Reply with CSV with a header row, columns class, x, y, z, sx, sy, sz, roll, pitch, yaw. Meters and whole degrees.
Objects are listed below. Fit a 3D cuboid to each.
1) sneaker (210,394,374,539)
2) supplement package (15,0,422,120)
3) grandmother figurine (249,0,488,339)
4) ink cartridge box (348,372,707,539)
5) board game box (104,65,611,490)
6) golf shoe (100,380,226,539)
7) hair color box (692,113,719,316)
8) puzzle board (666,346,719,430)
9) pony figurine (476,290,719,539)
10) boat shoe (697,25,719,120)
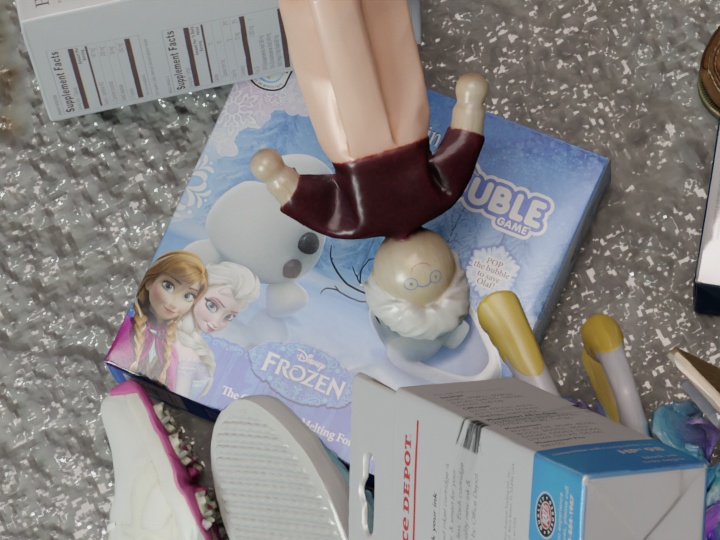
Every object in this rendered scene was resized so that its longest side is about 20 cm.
class,x,y,z,sx,sy,sz,roll,pitch,yaw
sneaker,0.002,0.144,1.480,0.074,0.082,0.200,-37,82,33
supplement package,-0.077,-0.165,1.519,0.199,0.110,0.114,-13,66,-3
grandmother figurine,0.007,-0.059,1.458,0.121,0.061,0.201,-15,108,8
ink cartridge box,0.070,0.117,1.336,0.066,0.200,0.116,-5,105,-28
board game box,0.000,0.000,1.536,0.199,0.043,0.200,21,75,12
golf shoe,-0.104,0.153,1.488,0.091,0.075,0.201,-22,71,2
hair color box,0.272,-0.017,1.504,0.199,0.061,0.100,9,75,9
puzzle board,0.212,0.103,1.405,0.017,0.200,0.151,-45,73,7
pony figurine,0.128,0.125,1.426,0.166,0.193,0.200,-22,52,-2
boat shoe,0.256,-0.151,1.542,0.200,0.068,0.072,-36,75,-4
